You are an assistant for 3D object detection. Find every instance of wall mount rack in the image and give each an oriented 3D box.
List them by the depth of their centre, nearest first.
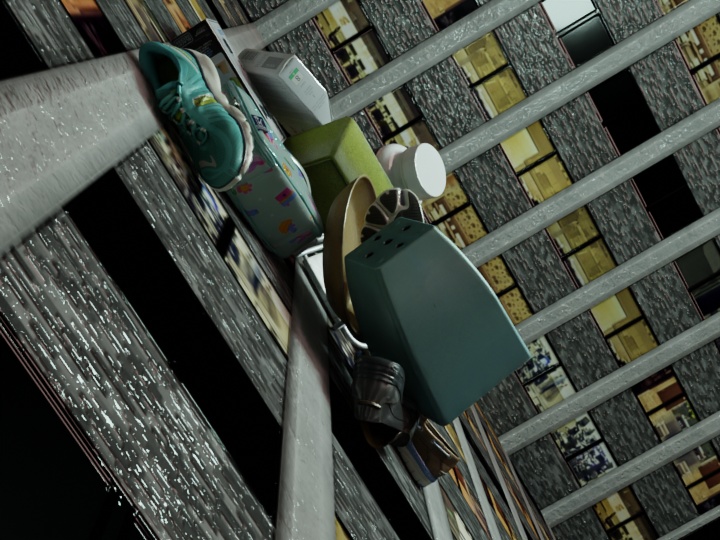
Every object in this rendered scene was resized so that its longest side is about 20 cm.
[{"bbox_3d":[0.000,0.000,1.459,0.173,0.074,0.201,-22,80,-51],"label":"wall mount rack"}]

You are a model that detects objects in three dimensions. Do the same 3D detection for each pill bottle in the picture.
[{"bbox_3d":[0.028,-0.131,1.609,0.111,0.199,0.112,20,64,-47],"label":"pill bottle"}]

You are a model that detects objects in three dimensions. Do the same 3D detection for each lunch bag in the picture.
[{"bbox_3d":[-0.123,-0.125,1.244,0.200,0.077,0.161,58,6,-47],"label":"lunch bag"}]

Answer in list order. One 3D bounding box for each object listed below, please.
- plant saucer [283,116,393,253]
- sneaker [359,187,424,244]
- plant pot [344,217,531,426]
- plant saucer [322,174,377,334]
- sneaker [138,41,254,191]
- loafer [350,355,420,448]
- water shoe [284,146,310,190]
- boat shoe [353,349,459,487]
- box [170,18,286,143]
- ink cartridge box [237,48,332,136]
[{"bbox_3d":[-0.048,-0.111,1.554,0.201,0.199,0.048,58,43,-22],"label":"plant saucer"},{"bbox_3d":[0.035,-0.011,1.334,0.084,0.080,0.202,-90,-175,-71],"label":"sneaker"},{"bbox_3d":[0.075,0.047,1.235,0.201,0.141,0.141,61,-18,-21],"label":"plant pot"},{"bbox_3d":[-0.012,-0.020,1.322,0.200,0.035,0.202,2,90,-75],"label":"plant saucer"},{"bbox_3d":[-0.177,-0.161,1.081,0.079,0.077,0.201,18,34,-53],"label":"sneaker"},{"bbox_3d":[0.021,0.168,1.191,0.200,0.072,0.073,65,37,-58],"label":"loafer"},{"bbox_3d":[-0.131,-0.158,1.405,0.200,0.071,0.079,57,4,-38],"label":"water shoe"},{"bbox_3d":[0.061,0.182,1.370,0.201,0.072,0.072,59,5,-9],"label":"boat shoe"},{"bbox_3d":[-0.183,-0.253,1.480,0.201,0.060,0.117,60,5,-9],"label":"box"},{"bbox_3d":[-0.089,-0.247,1.573,0.200,0.050,0.161,43,-12,-34],"label":"ink cartridge box"}]
